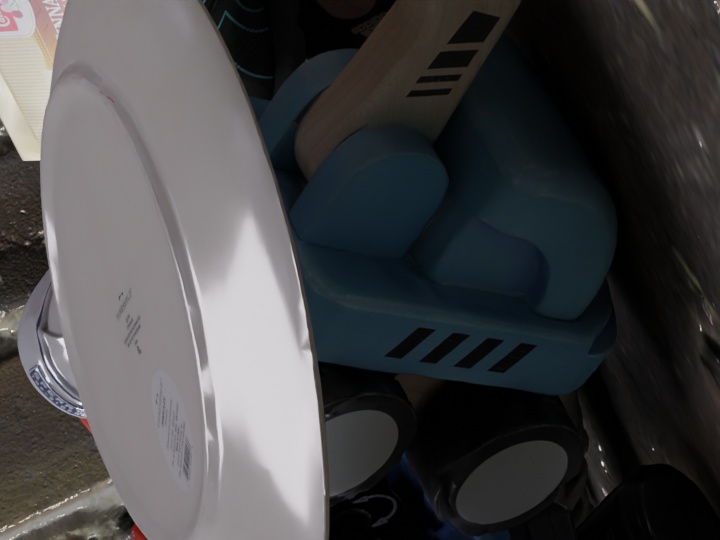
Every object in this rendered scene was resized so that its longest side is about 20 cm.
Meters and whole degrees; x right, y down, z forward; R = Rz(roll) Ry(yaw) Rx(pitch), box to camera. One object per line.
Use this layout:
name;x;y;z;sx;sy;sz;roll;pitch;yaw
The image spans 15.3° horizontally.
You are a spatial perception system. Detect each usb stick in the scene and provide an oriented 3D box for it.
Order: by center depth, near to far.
usb stick;0.077;0.114;0.870;0.056;0.032;0.200;65;161;16

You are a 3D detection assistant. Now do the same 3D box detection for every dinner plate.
dinner plate;-0.055;0.010;0.722;0.200;0.024;0.201;166;90;-70

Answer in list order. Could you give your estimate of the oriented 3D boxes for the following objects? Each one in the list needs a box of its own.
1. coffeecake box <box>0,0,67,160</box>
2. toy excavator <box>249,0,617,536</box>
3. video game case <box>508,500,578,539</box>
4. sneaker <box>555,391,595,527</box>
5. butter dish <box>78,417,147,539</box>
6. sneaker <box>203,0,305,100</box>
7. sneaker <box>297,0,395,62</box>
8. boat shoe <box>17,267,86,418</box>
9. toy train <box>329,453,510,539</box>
coffeecake box;-0.122;-0.173;1.177;0.154;0.073;0.201;70;-157;-54
toy excavator;0.013;-0.039;0.709;0.194;0.200;0.100;11;-143;-39
video game case;0.037;0.129;0.917;0.200;0.019;0.144;17;123;67
sneaker;0.077;0.094;0.973;0.116;0.074;0.200;42;158;18
butter dish;-0.053;0.070;1.215;0.200;0.148;0.199;27;177;34
sneaker;-0.059;-0.103;0.817;0.075;0.079;0.201;49;144;34
sneaker;-0.027;-0.099;0.950;0.201;0.075;0.116;58;172;41
boat shoe;-0.054;-0.036;0.961;0.073;0.201;0.065;31;148;-17
toy train;0.016;0.122;0.820;0.200;0.086;0.115;43;151;55
